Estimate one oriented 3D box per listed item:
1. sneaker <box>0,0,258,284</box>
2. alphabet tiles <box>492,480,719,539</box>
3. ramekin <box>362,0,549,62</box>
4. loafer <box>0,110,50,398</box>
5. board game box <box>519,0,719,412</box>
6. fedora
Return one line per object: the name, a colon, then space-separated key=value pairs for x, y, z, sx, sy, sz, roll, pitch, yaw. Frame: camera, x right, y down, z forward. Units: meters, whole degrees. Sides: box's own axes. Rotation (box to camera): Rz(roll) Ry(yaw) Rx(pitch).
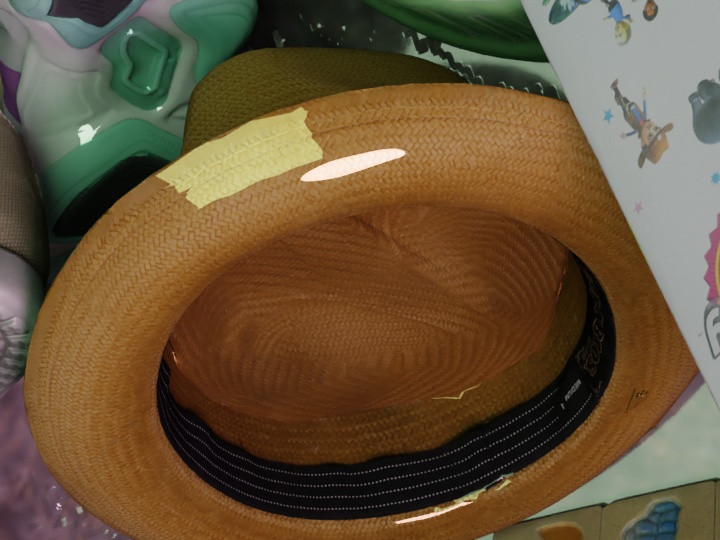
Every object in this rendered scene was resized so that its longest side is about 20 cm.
sneaker: x=-0.080 y=-0.094 z=0.798 sx=0.077 sy=0.200 sz=0.140 roll=-17 pitch=57 yaw=-18
alphabet tiles: x=0.090 y=0.102 z=0.743 sx=0.199 sy=0.167 sz=0.006 roll=-14 pitch=117 yaw=15
ramekin: x=0.044 y=-0.156 z=0.769 sx=0.199 sy=0.098 sz=0.201 roll=1 pitch=93 yaw=15
loafer: x=-0.130 y=0.010 z=0.806 sx=0.075 sy=0.200 sz=0.070 roll=19 pitch=65 yaw=-23
board game box: x=0.135 y=0.001 z=0.684 sx=0.064 sy=0.147 sz=0.201 roll=-45 pitch=51 yaw=29
fedora: x=0.000 y=0.000 z=0.768 sx=0.200 sy=0.201 sz=0.082 roll=-30 pitch=51 yaw=14
